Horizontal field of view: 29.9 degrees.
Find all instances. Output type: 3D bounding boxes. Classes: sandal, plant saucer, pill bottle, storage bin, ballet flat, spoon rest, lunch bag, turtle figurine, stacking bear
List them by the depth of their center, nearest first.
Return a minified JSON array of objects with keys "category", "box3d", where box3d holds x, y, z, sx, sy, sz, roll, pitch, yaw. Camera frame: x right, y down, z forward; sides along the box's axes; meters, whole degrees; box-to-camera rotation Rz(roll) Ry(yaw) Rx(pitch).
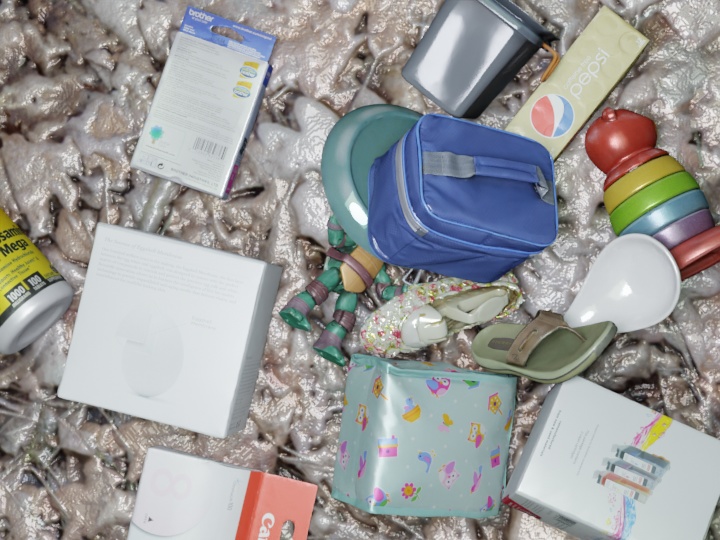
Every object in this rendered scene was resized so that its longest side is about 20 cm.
[{"category":"lunch bag","box3d":[0.119,-0.075,1.432,0.199,0.132,0.136,10,65,-26]},{"category":"sandal","box3d":[0.186,0.075,1.445,0.080,0.201,0.057,-49,118,-31]},{"category":"spoon rest","box3d":[0.268,0.039,1.461,0.100,0.061,0.200,55,133,14]},{"category":"storage bin","box3d":[0.133,-0.236,1.482,0.145,0.200,0.135,38,103,6]},{"category":"ballet flat","box3d":[0.095,0.045,1.496,0.199,0.064,0.076,-24,121,-19]},{"category":"stacking bear","box3d":[0.321,-0.090,1.497,0.113,0.121,0.201,-27,76,-3]},{"category":"lunch bag","box3d":[0.081,0.187,1.500,0.199,0.122,0.171,8,88,-29]},{"category":"plant saucer","box3d":[0.050,-0.100,1.501,0.199,0.027,0.201,12,63,-25]},{"category":"turtle figurine","box3d":[0.000,0.000,1.527,0.150,0.101,0.200,40,74,-12]},{"category":"pill bottle","box3d":[-0.437,-0.010,1.566,0.112,0.112,0.200,-44,85,3]}]

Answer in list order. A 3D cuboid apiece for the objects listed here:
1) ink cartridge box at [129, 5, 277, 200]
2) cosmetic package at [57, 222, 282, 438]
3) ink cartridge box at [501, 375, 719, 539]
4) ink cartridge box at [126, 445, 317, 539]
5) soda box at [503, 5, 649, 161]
[{"category":"ink cartridge box","box3d":[-0.180,-0.196,1.582,0.119,0.042,0.201,20,93,6]},{"category":"cosmetic package","box3d":[-0.213,0.066,1.535,0.198,0.123,0.201,14,91,6]},{"category":"ink cartridge box","box3d":[0.276,0.223,1.455,0.199,0.145,0.145,25,77,5]},{"category":"ink cartridge box","box3d":[-0.166,0.303,1.561,0.199,0.057,0.163,12,89,11]},{"category":"soda box","box3d":[0.237,-0.197,1.526,0.068,0.064,0.200,39,93,6]}]
